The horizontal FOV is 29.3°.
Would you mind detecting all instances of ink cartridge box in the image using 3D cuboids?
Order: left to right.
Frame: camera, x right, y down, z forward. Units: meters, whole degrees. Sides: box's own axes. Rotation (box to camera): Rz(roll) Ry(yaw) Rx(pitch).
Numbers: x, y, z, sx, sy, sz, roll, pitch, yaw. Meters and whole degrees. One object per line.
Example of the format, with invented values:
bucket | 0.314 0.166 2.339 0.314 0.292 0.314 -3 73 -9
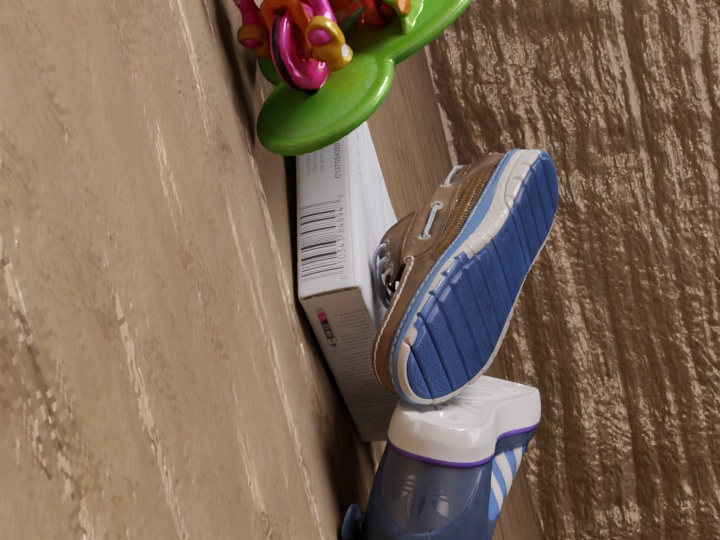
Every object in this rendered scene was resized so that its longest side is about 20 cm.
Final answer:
ink cartridge box | 0.000 0.000 0.875 0.201 0.043 0.197 72 10 -48

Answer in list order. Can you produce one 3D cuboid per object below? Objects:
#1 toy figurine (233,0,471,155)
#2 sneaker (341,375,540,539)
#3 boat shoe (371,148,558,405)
toy figurine | -0.043 -0.193 0.717 0.184 0.149 0.201 55 44 -36
sneaker | 0.048 0.140 0.790 0.200 0.080 0.148 -16 116 -75
boat shoe | 0.048 0.003 0.782 0.200 0.072 0.073 -51 133 -44
